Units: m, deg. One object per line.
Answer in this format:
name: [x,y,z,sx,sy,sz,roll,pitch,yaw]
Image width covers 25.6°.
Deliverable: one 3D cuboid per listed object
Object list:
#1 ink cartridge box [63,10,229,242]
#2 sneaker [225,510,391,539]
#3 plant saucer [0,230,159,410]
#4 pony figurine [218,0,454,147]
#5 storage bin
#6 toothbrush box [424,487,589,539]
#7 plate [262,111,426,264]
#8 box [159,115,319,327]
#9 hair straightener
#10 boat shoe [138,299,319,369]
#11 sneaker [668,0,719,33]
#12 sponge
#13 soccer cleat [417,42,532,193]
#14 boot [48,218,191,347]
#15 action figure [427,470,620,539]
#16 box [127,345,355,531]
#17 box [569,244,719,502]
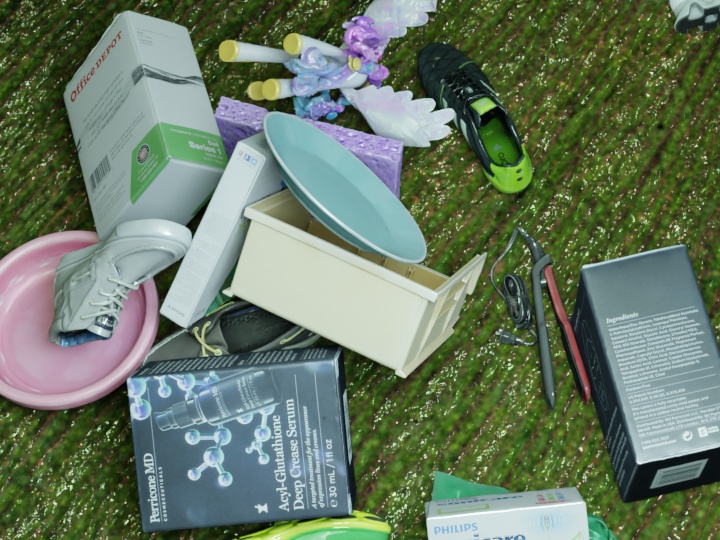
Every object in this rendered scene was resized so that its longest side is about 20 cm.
ink cartridge box: [-0.224,-0.145,1.643,0.084,0.146,0.200,10,50,-39]
sneaker: [-0.065,0.284,1.528,0.200,0.074,0.084,-17,93,-6]
plant saucer: [-0.301,0.056,1.629,0.200,0.051,0.201,-4,60,7]
pony figurine: [-0.014,-0.209,1.626,0.193,0.200,0.167,2,94,46]
storage bin: [0.000,0.000,1.556,0.200,0.199,0.094,24,110,13]
toothbrush box: [0.140,0.309,1.447,0.145,0.086,0.201,-5,91,2]
plate: [-0.020,-0.072,1.480,0.026,0.200,0.200,-47,70,17]
box: [-0.117,-0.049,1.567,0.036,0.144,0.200,33,114,10]
hair straightener: [0.173,0.048,1.610,0.077,0.041,0.200,-12,68,-1]
boat shoe: [-0.136,0.068,1.615,0.201,0.061,0.072,-21,69,-4]
sneaker: [0.431,-0.323,1.722,0.200,0.074,0.089,-10,70,0]
sponge: [-0.054,-0.115,1.654,0.200,0.112,0.030,15,59,10]
soccer cleat: [0.124,-0.172,1.680,0.067,0.081,0.200,-28,69,-7]
boot: [-0.234,0.019,1.530,0.073,0.200,0.096,21,63,-33]
action figure: [0.164,0.261,1.519,0.200,0.055,0.118,5,67,7]
box: [-0.111,0.158,1.518,0.200,0.107,0.149,-6,94,3]
box: [0.281,0.101,1.523,0.107,0.148,0.200,-13,68,-1]
